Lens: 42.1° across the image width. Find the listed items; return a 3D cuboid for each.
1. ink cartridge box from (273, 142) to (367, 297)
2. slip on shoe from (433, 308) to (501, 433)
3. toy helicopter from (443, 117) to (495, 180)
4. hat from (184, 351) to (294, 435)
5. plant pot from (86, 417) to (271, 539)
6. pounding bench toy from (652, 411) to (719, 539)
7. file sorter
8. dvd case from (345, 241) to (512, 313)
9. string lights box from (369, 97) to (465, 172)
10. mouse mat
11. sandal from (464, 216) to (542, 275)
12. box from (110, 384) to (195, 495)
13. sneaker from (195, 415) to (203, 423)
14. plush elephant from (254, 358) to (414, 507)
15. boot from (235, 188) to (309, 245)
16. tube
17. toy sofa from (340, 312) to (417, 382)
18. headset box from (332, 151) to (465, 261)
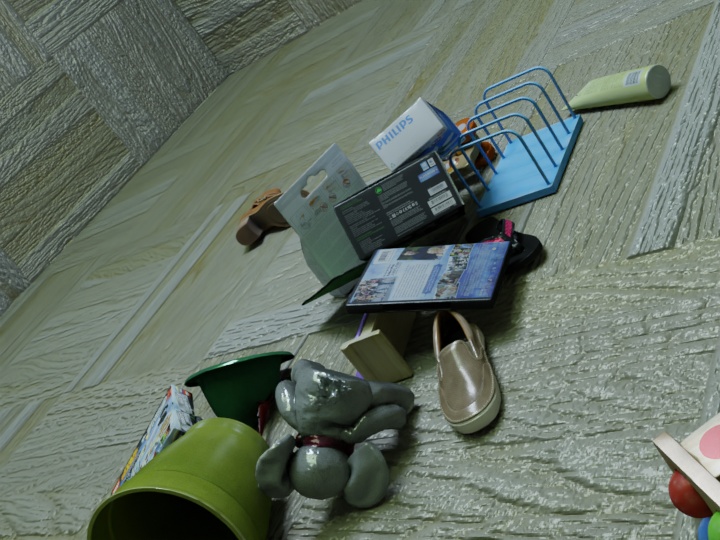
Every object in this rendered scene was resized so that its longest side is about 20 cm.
[{"bbox_3d":[-0.044,-0.082,1.546,0.160,0.200,0.047,-48,24,-24],"label":"ink cartridge box"},{"bbox_3d":[0.119,0.114,1.115,0.076,0.061,0.200,-29,24,20],"label":"slip on shoe"},{"bbox_3d":[0.137,-0.163,1.607,0.132,0.079,0.201,-2,54,45],"label":"toy helicopter"},{"bbox_3d":[-0.162,0.225,1.375,0.165,0.177,0.200,-23,-13,26],"label":"hat"},{"bbox_3d":[-0.187,0.279,1.110,0.200,0.201,0.193,-27,17,24],"label":"plant pot"},{"bbox_3d":[0.320,0.168,0.635,0.156,0.124,0.200,-37,23,1],"label":"pounding bench toy"},{"bbox_3d":[0.240,-0.206,1.465,0.138,0.123,0.200,-18,30,39],"label":"file sorter"},{"bbox_3d":[0.092,0.009,1.238,0.199,0.018,0.143,-3,31,22],"label":"dvd case"},{"bbox_3d":[0.091,-0.200,1.436,0.103,0.059,0.200,-40,-7,14],"label":"string lights box"},{"bbox_3d":[0.000,0.000,1.436,0.160,0.008,0.200,-27,-3,-25],"label":"mouse mat"},{"bbox_3d":[0.191,-0.045,1.330,0.075,0.045,0.200,-38,23,-3],"label":"sandal"},{"bbox_3d":[-0.300,0.281,1.346,0.201,0.040,0.137,-60,21,11],"label":"box"},{"bbox_3d":[-0.229,0.272,1.312,0.082,0.073,0.200,-38,23,-3],"label":"sneaker"},{"bbox_3d":[-0.036,0.198,1.099,0.200,0.164,0.156,26,-102,-81],"label":"plush elephant"},{"bbox_3d":[-0.181,-0.139,2.043,0.200,0.077,0.155,-37,17,21],"label":"boot"},{"bbox_3d":[0.404,-0.288,1.484,0.058,0.052,0.200,-1,4,-26],"label":"tube"},{"bbox_3d":[0.031,0.070,1.303,0.097,0.083,0.200,-22,27,31],"label":"toy sofa"},{"bbox_3d":[0.066,-0.091,1.437,0.173,0.093,0.200,-28,-4,7],"label":"headset box"}]
